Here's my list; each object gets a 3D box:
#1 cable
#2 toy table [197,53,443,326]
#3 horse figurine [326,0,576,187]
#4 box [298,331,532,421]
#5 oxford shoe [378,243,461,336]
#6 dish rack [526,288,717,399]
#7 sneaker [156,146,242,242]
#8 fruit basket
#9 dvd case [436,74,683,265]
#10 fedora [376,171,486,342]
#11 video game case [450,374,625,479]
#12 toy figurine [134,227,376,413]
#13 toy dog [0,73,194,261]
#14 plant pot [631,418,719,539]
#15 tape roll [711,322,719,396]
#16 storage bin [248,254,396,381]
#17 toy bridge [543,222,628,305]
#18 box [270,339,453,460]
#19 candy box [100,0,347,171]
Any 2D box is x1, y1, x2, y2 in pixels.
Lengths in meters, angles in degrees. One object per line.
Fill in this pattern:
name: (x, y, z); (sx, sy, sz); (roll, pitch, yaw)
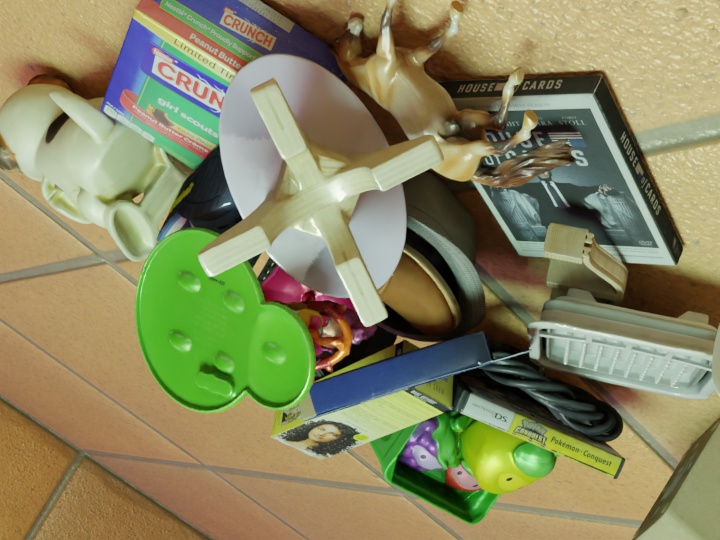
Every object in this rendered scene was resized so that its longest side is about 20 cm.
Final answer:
cable: (0.175, 0.121, 1.091); (0.163, 0.051, 0.200); (33, -176, 42)
toy table: (-0.034, -0.059, 0.793); (0.200, 0.184, 0.117); (52, -175, -14)
horse figurine: (0.060, -0.125, 0.790); (0.200, 0.050, 0.133); (45, 145, 1)
box: (0.050, 0.087, 0.945); (0.199, 0.033, 0.121); (-17, 174, 6)
oxford shoe: (0.000, 0.000, 0.906); (0.200, 0.071, 0.071); (39, 146, -14)
dish rack: (0.237, 0.066, 0.959); (0.171, 0.044, 0.200); (11, 165, 12)
sneaker: (-0.119, -0.052, 0.960); (0.082, 0.074, 0.200); (30, 163, -15)
fruit basket: (0.133, 0.219, 1.267); (0.215, 0.156, 0.216); (35, -179, 0)
dvd case: (0.156, -0.076, 0.858); (0.150, 0.025, 0.200); (5, 147, 40)
fedora: (0.046, -0.025, 0.985); (0.176, 0.090, 0.200); (10, 142, 32)
video game case: (0.166, 0.149, 1.144); (0.180, 0.026, 0.200); (24, -176, -8)
toy figurine: (-0.058, 0.040, 0.921); (0.200, 0.151, 0.184); (20, -163, 35)
toy dog: (-0.288, -0.120, 1.088); (0.200, 0.140, 0.194); (23, 172, 34)
plant pot: (0.390, 0.262, 1.079); (0.177, 0.200, 0.200); (34, 157, 15)
tape roll: (0.329, 0.023, 0.657); (0.139, 0.203, 0.203); (28, 155, 2)
storage bin: (-0.047, 0.048, 1.166); (0.094, 0.135, 0.200); (13, 151, 30)
toy bridge: (0.194, 0.008, 0.926); (0.067, 0.027, 0.200); (11, 165, 15)
box: (-0.001, 0.137, 1.100); (0.075, 0.050, 0.200); (30, 138, -30)
candy box: (-0.121, -0.156, 0.926); (0.169, 0.077, 0.200); (32, 155, -10)
